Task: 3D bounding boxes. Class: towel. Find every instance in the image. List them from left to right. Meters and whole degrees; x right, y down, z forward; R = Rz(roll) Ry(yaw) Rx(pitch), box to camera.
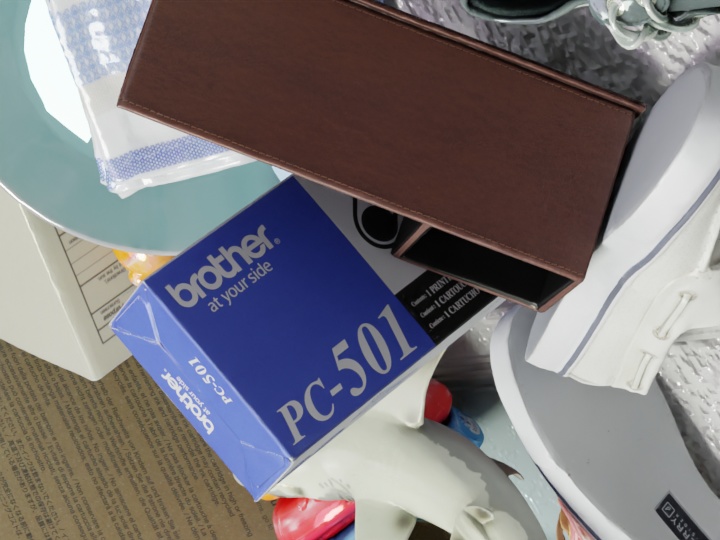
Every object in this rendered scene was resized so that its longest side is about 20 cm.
[{"bbox_3d":[-0.070,-0.132,1.212,0.024,0.146,0.201,-88,-16,-60],"label":"towel"}]

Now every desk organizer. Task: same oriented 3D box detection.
[{"bbox_3d":[0.003,-0.058,1.124,0.199,0.077,0.072,21,165,-6],"label":"desk organizer"}]

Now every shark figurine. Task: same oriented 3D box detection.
[{"bbox_3d":[0.055,0.114,1.240,0.215,0.089,0.128,46,113,23],"label":"shark figurine"}]

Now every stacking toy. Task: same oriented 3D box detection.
[{"bbox_3d":[-0.045,0.044,1.337,0.200,0.110,0.116,47,-177,-4],"label":"stacking toy"}]

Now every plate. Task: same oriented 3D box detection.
[{"bbox_3d":[-0.088,-0.098,1.261,0.199,0.026,0.201,1,121,1],"label":"plate"}]

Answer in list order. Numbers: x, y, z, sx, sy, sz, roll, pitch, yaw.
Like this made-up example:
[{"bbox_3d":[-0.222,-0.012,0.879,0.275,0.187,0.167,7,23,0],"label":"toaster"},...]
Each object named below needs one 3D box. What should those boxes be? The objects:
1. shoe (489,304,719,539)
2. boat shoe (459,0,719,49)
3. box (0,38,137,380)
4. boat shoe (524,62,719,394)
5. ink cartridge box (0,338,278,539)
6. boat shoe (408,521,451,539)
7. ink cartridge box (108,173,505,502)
[{"bbox_3d":[0.110,0.106,1.263,0.200,0.071,0.091,52,148,-6],"label":"shoe"},{"bbox_3d":[0.108,-0.104,1.019,0.073,0.062,0.200,30,174,-40],"label":"boat shoe"},{"bbox_3d":[-0.144,-0.071,1.373,0.109,0.128,0.201,19,137,47],"label":"box"},{"bbox_3d":[0.128,-0.009,1.130,0.069,0.071,0.200,22,144,-4],"label":"boat shoe"},{"bbox_3d":[-0.136,0.093,1.451,0.201,0.164,0.075,61,154,23],"label":"ink cartridge box"},{"bbox_3d":[0.044,0.178,1.435,0.199,0.071,0.065,8,128,50],"label":"boat shoe"},{"bbox_3d":[0.000,0.000,1.167,0.094,0.200,0.044,50,143,5],"label":"ink cartridge box"}]
